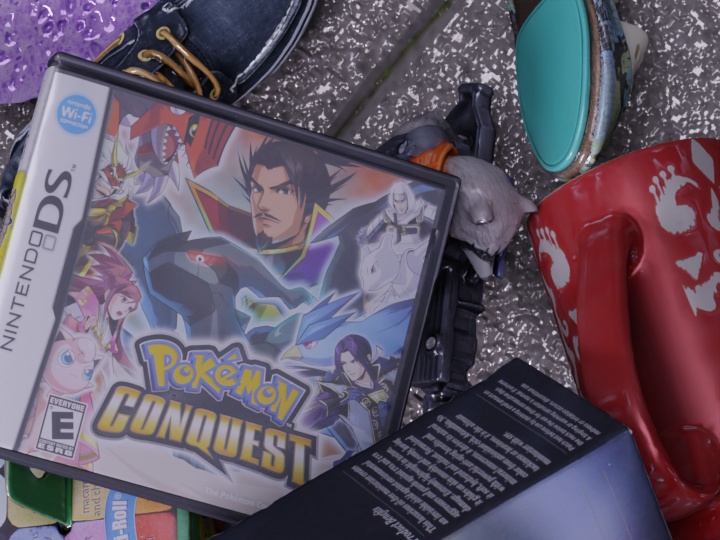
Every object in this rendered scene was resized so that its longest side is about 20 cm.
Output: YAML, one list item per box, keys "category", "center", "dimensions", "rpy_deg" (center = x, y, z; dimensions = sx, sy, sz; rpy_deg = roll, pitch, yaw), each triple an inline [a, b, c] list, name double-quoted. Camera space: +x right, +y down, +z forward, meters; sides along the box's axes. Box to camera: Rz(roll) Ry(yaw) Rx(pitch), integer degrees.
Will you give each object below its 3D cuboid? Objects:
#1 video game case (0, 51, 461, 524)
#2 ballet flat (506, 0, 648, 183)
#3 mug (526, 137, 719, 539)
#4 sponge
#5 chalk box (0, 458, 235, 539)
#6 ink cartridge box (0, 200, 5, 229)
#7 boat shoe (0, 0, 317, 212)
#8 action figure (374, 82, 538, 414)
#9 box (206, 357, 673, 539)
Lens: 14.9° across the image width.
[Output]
- category: "video game case"
  center: [-0.069, 0.016, 1.248]
  dimensions: [0.199, 0.025, 0.182]
  rpy_deg: [17, 79, -13]
- category: "ballet flat"
  center: [0.109, -0.130, 1.367]
  dimensions: [0.074, 0.074, 0.201]
  rpy_deg: [-15, 62, 10]
- category: "mug"
  center: [0.161, 0.042, 1.296]
  dimensions: [0.133, 0.178, 0.201]
  rpy_deg: [-19, 73, -1]
- category: "sponge"
  center: [-0.168, -0.145, 1.433]
  dimensions: [0.199, 0.030, 0.112]
  rpy_deg: [-8, 105, 2]
- category: "chalk box"
  center: [-0.122, 0.107, 1.322]
  dimensions: [0.123, 0.200, 0.126]
  rpy_deg: [-6, 68, 12]
- category: "ink cartridge box"
  center: [-0.222, 0.011, 1.369]
  dimensions: [0.067, 0.200, 0.117]
  rpy_deg: [37, 91, 15]
- category: "boat shoe"
  center: [-0.098, -0.091, 1.386]
  dimensions: [0.200, 0.091, 0.071]
  rpy_deg: [-42, 102, 9]
- category: "action figure"
  center: [0.000, 0.000, 1.355]
  dimensions: [0.193, 0.104, 0.201]
  rpy_deg: [-17, 63, 37]
- category: "box"
  center: [0.045, 0.182, 1.212]
  dimensions: [0.198, 0.123, 0.201]
  rpy_deg: [-29, 113, -13]
